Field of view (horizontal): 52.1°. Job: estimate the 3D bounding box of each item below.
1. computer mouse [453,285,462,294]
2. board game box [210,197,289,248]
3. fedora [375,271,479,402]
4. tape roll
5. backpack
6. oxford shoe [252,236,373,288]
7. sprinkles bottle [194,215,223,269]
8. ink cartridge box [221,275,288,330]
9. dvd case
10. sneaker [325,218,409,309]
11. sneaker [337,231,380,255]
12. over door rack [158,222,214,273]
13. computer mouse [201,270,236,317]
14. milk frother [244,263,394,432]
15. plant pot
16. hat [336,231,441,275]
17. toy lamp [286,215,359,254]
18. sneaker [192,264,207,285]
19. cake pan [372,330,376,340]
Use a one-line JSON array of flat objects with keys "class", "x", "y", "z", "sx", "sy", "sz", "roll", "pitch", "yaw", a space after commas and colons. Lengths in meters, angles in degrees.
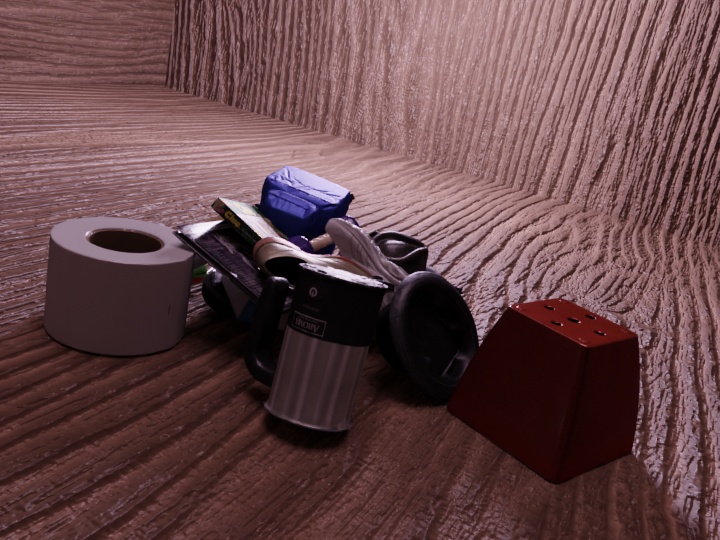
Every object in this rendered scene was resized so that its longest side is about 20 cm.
[{"class": "computer mouse", "x": 0.111, "y": 0.034, "z": 1.389, "sx": 0.200, "sy": 0.034, "sz": 0.059, "roll": 9, "pitch": 1, "yaw": -26}, {"class": "board game box", "x": -0.170, "y": -0.071, "z": 1.194, "sx": 0.105, "sy": 0.023, "sz": 0.200, "roll": 40, "pitch": 6, "yaw": 3}, {"class": "fedora", "x": 0.090, "y": 0.103, "z": 1.110, "sx": 0.201, "sy": 0.201, "sz": 0.092, "roll": -6, "pitch": -5, "yaw": -45}, {"class": "tape roll", "x": -0.348, "y": 0.018, "z": 1.068, "sx": 0.203, "sy": 0.139, "sz": 0.203, "roll": 12, "pitch": 18, "yaw": -4}, {"class": "backpack", "x": -0.133, "y": -0.071, "z": 1.385, "sx": 0.162, "sy": 0.200, "sz": 0.168, "roll": 26, "pitch": 29, "yaw": 13}, {"class": "oxford shoe", "x": -0.063, "y": 0.013, "z": 1.088, "sx": 0.200, "sy": 0.071, "sz": 0.074, "roll": 16, "pitch": 17, "yaw": -19}, {"class": "sprinkles bottle", "x": -0.289, "y": -0.031, "z": 1.220, "sx": 0.200, "sy": 0.068, "sz": 0.068, "roll": -26, "pitch": 28, "yaw": -9}, {"class": "ink cartridge box", "x": -0.112, "y": 0.043, "z": 1.192, "sx": 0.200, "sy": 0.067, "sz": 0.116, "roll": 19, "pitch": 24, "yaw": -35}, {"class": "dvd case", "x": -0.166, "y": -0.007, "z": 1.102, "sx": 0.200, "sy": 0.016, "sz": 0.149, "roll": 39, "pitch": 20, "yaw": 13}, {"class": "sneaker", "x": 0.000, "y": 0.000, "z": 1.178, "sx": 0.200, "sy": 0.099, "sz": 0.078, "roll": 46, "pitch": 2, "yaw": 20}, {"class": "sneaker", "x": 0.041, "y": -0.012, "z": 1.421, "sx": 0.199, "sy": 0.114, "sz": 0.076, "roll": 13, "pitch": 48, "yaw": -41}, {"class": "over door rack", "x": -0.332, "y": -0.051, "z": 1.405, "sx": 0.200, "sy": 0.067, "sz": 0.148, "roll": 15, "pitch": 17, "yaw": 7}, {"class": "computer mouse", "x": -0.206, "y": 0.035, "z": 1.244, "sx": 0.138, "sy": 0.053, "sz": 0.200, "roll": 36, "pitch": 21, "yaw": 4}, {"class": "milk frother", "x": -0.031, "y": 0.093, "z": 0.979, "sx": 0.200, "sy": 0.188, "sz": 0.180, "roll": 11, "pitch": 6, "yaw": -40}, {"class": "plant pot", "x": 0.275, "y": 0.147, "z": 1.033, "sx": 0.200, "sy": 0.176, "sz": 0.200, "roll": -4, "pitch": 24, "yaw": -41}, {"class": "hat", "x": 0.062, "y": -0.019, "z": 1.270, "sx": 0.200, "sy": 0.081, "sz": 0.201, "roll": 15, "pitch": 32, "yaw": -9}, {"class": "toy lamp", "x": -0.072, "y": -0.047, "z": 1.245, "sx": 0.058, "sy": 0.058, "sz": 0.200, "roll": 20, "pitch": 28, "yaw": 23}, {"class": "sneaker", "x": -0.361, "y": -0.027, "z": 1.297, "sx": 0.200, "sy": 0.077, "sz": 0.084, "roll": 15, "pitch": 22, "yaw": 4}, {"class": "cake pan", "x": 0.035, "y": 0.076, "z": 1.311, "sx": 0.200, "sy": 0.037, "sz": 0.200, "roll": 11, "pitch": 18, "yaw": -4}]
